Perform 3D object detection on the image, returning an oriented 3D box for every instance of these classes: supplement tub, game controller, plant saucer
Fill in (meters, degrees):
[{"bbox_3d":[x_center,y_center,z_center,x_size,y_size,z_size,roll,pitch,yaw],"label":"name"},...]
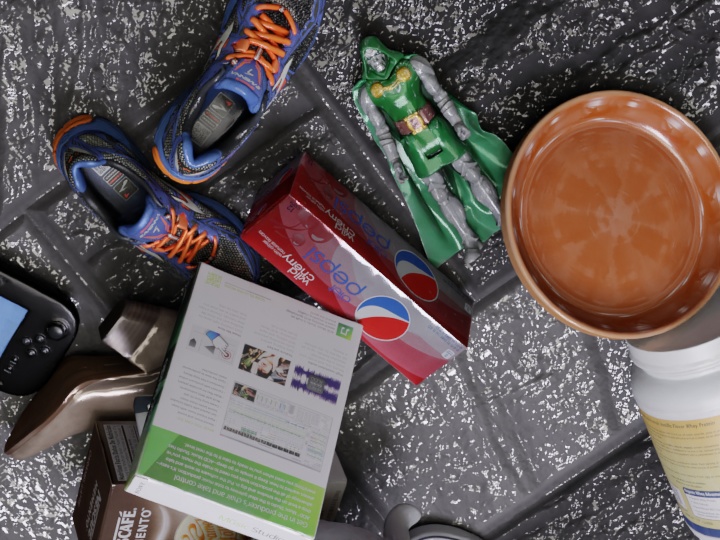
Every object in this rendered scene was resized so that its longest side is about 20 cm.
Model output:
[{"bbox_3d":[0.310,0.116,1.487,0.144,0.144,0.201,-24,112,4],"label":"supplement tub"},{"bbox_3d":[-0.331,0.026,1.446,0.200,0.042,0.105,29,106,-15],"label":"game controller"},{"bbox_3d":[0.206,-0.044,1.436,0.199,0.032,0.201,2,83,-15],"label":"plant saucer"}]

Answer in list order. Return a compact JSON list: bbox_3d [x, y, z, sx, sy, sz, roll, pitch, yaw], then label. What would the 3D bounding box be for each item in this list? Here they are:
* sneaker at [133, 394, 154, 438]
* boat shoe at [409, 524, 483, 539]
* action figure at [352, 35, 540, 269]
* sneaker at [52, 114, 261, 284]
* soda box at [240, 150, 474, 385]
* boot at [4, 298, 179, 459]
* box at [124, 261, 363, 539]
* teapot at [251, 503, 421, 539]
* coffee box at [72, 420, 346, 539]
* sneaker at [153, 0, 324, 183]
[{"bbox_3d":[-0.094,0.099,1.427,0.200,0.073,0.071,-21,99,-42],"label":"sneaker"},{"bbox_3d":[0.115,0.302,1.582,0.072,0.066,0.200,-43,109,11],"label":"boat shoe"},{"bbox_3d":[0.056,-0.103,1.429,0.118,0.055,0.200,-32,107,10],"label":"action figure"},{"bbox_3d":[-0.164,-0.039,1.416,0.200,0.078,0.075,35,105,-17],"label":"sneaker"},{"bbox_3d":[0.000,0.000,1.445,0.200,0.070,0.063,41,122,-17],"label":"soda box"},{"bbox_3d":[-0.181,0.115,1.485,0.146,0.070,0.200,34,113,-25],"label":"boot"},{"bbox_3d":[-0.086,0.103,1.368,0.144,0.201,0.036,22,142,-11],"label":"box"},{"bbox_3d":[-0.049,0.269,1.410,0.200,0.146,0.198,27,107,-45],"label":"teapot"},{"bbox_3d":[-0.126,0.189,1.470,0.199,0.080,0.115,1,127,-22],"label":"coffee box"},{"bbox_3d":[-0.085,-0.151,1.363,0.075,0.078,0.200,28,93,-16],"label":"sneaker"}]
